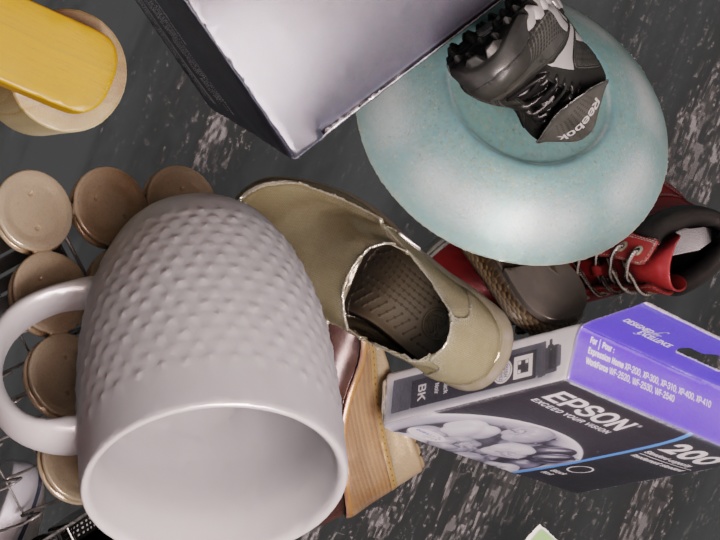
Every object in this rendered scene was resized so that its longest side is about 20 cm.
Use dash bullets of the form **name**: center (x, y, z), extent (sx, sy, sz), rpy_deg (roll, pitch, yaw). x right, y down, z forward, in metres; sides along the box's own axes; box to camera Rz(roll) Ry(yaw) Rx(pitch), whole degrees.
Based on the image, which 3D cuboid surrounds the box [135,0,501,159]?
- **box**: center (-0.017, -0.180, 1.463), extent (0.196, 0.200, 0.118), rpy_deg (-38, 110, -6)

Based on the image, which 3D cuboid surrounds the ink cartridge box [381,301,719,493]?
- **ink cartridge box**: center (0.151, 0.083, 1.549), extent (0.198, 0.200, 0.044), rpy_deg (22, 60, -43)

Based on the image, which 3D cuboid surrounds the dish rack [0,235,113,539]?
- **dish rack**: center (-0.187, 0.072, 1.504), extent (0.153, 0.054, 0.201), rpy_deg (-32, 97, -36)

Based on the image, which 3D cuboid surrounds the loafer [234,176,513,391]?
- **loafer**: center (0.000, 0.000, 1.494), extent (0.200, 0.068, 0.076), rpy_deg (29, 90, 22)

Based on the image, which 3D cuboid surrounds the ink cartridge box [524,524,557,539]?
- **ink cartridge box**: center (0.129, 0.269, 1.682), extent (0.200, 0.048, 0.146), rpy_deg (42, 88, -24)

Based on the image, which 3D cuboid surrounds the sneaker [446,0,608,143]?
- **sneaker**: center (0.102, -0.112, 1.437), extent (0.066, 0.200, 0.091), rpy_deg (-37, 93, 14)

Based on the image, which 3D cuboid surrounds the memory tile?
- **memory tile**: center (-0.137, 0.036, 1.506), extent (0.153, 0.017, 0.201), rpy_deg (-5, 79, -34)

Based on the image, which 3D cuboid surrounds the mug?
- **mug**: center (-0.113, 0.052, 1.425), extent (0.199, 0.176, 0.148), rpy_deg (-4, 140, -4)

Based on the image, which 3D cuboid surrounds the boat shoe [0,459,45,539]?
- **boat shoe**: center (-0.214, 0.217, 1.558), extent (0.086, 0.075, 0.203), rpy_deg (17, 98, -19)

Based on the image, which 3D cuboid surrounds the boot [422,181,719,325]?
- **boot**: center (0.127, 0.001, 1.577), extent (0.199, 0.144, 0.073), rpy_deg (-24, 110, -9)

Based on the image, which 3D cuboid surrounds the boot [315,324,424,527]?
- **boot**: center (-0.065, 0.070, 1.574), extent (0.166, 0.072, 0.201), rpy_deg (-19, 96, -3)

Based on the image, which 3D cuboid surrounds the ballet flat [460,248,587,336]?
- **ballet flat**: center (0.076, -0.033, 1.554), extent (0.067, 0.200, 0.046), rpy_deg (-18, 149, -25)

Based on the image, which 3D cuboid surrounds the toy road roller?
- **toy road roller**: center (-0.218, -0.175, 1.448), extent (0.199, 0.123, 0.146), rpy_deg (25, 83, -20)

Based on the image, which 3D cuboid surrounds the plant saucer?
- **plant saucer**: center (0.098, -0.100, 1.538), extent (0.200, 0.039, 0.202), rpy_deg (7, 59, -11)
